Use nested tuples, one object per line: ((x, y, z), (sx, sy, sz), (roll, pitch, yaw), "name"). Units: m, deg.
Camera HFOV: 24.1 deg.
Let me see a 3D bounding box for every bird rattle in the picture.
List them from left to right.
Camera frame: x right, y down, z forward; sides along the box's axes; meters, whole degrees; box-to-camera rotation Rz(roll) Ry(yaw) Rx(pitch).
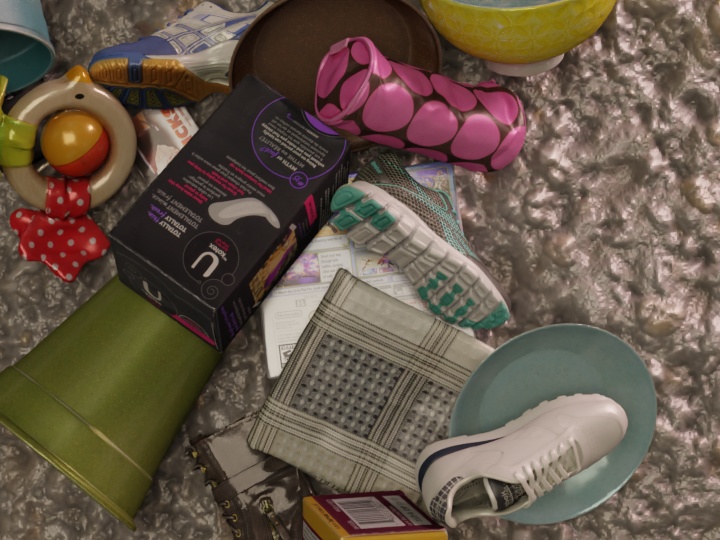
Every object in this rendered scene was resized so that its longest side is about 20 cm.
((-0.282, -0.098, 1.577), (0.163, 0.113, 0.200), (-36, 113, -1), "bird rattle")

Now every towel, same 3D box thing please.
((0.022, 0.124, 1.548), (0.199, 0.035, 0.193), (28, 99, -12), "towel")

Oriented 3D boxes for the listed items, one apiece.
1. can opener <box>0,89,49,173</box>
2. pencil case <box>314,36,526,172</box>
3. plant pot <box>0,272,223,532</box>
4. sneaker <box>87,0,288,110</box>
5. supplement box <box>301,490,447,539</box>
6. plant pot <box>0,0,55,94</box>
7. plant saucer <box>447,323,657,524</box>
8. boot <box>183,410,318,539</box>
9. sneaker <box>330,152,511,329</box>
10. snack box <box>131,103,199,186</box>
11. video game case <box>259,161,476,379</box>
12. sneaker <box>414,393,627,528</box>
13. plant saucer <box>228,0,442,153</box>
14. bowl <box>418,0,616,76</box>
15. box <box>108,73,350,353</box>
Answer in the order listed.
((-0.390, -0.118, 1.641), (0.199, 0.063, 0.079), (-24, 84, 4), "can opener")
((0.053, -0.152, 1.523), (0.090, 0.199, 0.094), (-18, 65, 47), "pencil case")
((-0.227, 0.104, 1.560), (0.200, 0.200, 0.190), (37, 77, 8), "plant pot")
((-0.162, -0.210, 1.614), (0.198, 0.075, 0.089), (-5, 64, -12), "sneaker")
((0.009, 0.310, 1.499), (0.102, 0.131, 0.202), (-1, 99, -18), "supplement box")
((-0.402, -0.276, 1.597), (0.199, 0.200, 0.189), (-13, 77, 5), "plant pot")
((0.171, 0.135, 1.543), (0.199, 0.039, 0.202), (-5, 112, -12), "plant saucer")
((-0.115, 0.235, 1.586), (0.199, 0.069, 0.175), (-32, 82, -7), "boot")
((0.069, -0.031, 1.533), (0.200, 0.077, 0.091), (43, 48, -15), "sneaker")
((-0.155, -0.072, 1.630), (0.072, 0.024, 0.201), (-34, 83, -1), "snack box")
((0.000, 0.000, 1.585), (0.198, 0.045, 0.183), (-7, 86, -3), "video game case")
((0.149, 0.173, 1.488), (0.199, 0.081, 0.077), (-22, 113, -6), "sneaker")
((-0.025, -0.192, 1.565), (0.199, 0.201, 0.037), (-15, 47, 5), "plant saucer")
((0.148, -0.245, 1.557), (0.199, 0.201, 0.108), (-3, 128, 6), "bowl")
((-0.112, -0.050, 1.494), (0.122, 0.106, 0.200), (35, 69, 12), "box")
